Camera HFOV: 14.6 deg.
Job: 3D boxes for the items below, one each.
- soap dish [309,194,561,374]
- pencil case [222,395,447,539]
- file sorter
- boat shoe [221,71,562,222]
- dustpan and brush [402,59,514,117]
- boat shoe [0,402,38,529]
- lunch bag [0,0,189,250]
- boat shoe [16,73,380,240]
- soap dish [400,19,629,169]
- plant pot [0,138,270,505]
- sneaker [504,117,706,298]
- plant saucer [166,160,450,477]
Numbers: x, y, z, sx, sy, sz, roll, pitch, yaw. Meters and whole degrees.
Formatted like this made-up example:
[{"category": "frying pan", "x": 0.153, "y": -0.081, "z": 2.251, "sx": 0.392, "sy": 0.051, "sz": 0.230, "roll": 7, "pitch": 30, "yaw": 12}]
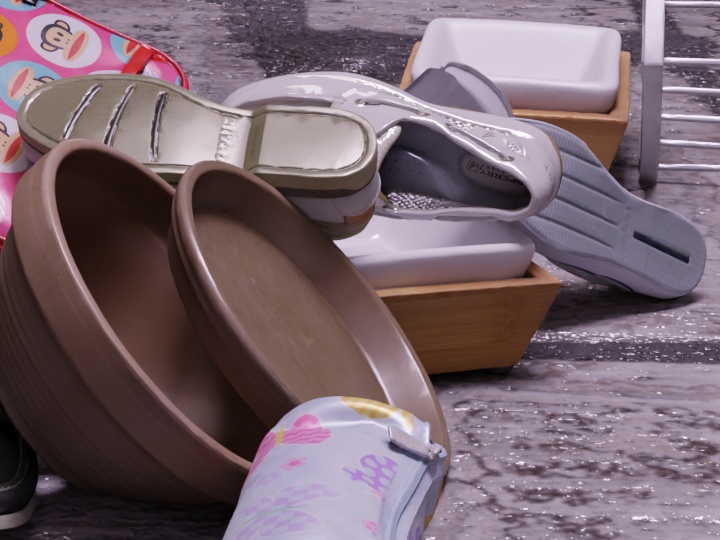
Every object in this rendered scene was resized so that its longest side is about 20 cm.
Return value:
[{"category": "soap dish", "x": 0.000, "y": 0.000, "z": 1.597, "sx": 0.156, "sy": 0.082, "sz": 0.200, "roll": -5, "pitch": 19, "yaw": -23}, {"category": "pencil case", "x": -0.013, "y": 0.123, "z": 1.203, "sx": 0.090, "sy": 0.084, "sz": 0.200, "roll": -12, "pitch": 16, "yaw": 12}, {"category": "file sorter", "x": 0.250, "y": -0.159, "z": 1.883, "sx": 0.124, "sy": 0.140, "sz": 0.200, "roll": 2, "pitch": -19, "yaw": 5}, {"category": "boat shoe", "x": 0.010, "y": -0.065, "z": 1.551, "sx": 0.199, "sy": 0.071, "sz": 0.069, "roll": 8, "pitch": 17, "yaw": 11}, {"category": "dustpan and brush", "x": 0.065, "y": -0.056, "z": 1.751, "sx": 0.200, "sy": 0.139, "sz": 0.057, "roll": 33, "pitch": 30, "yaw": -33}, {"category": "boat shoe", "x": -0.194, "y": 0.072, "z": 1.372, "sx": 0.071, "sy": 0.068, "sz": 0.200, "roll": 0, "pitch": 20, "yaw": -8}, {"category": "lunch bag", "x": -0.182, "y": -0.059, "z": 1.572, "sx": 0.175, "sy": 0.082, "sz": 0.201, "roll": 26, "pitch": 46, "yaw": -1}, {"category": "boat shoe", "x": -0.088, "y": -0.053, "z": 1.506, "sx": 0.199, "sy": 0.069, "sz": 0.075, "roll": 11, "pitch": 51, "yaw": 12}, {"category": "soap dish", "x": 0.108, "y": -0.116, "z": 1.954, "sx": 0.156, "sy": 0.082, "sz": 0.200, "roll": 4, "pitch": 18, "yaw": 5}, {"category": "plant pot", "x": -0.115, "y": 0.043, "z": 1.357, "sx": 0.093, "sy": 0.201, "sz": 0.201, "roll": -37, "pitch": 8, "yaw": 17}, {"category": "sneaker", "x": 0.120, "y": -0.031, "z": 1.665, "sx": 0.071, "sy": 0.073, "sz": 0.200, "roll": -1, "pitch": -25, "yaw": 46}, {"category": "plant saucer", "x": -0.029, "y": 0.032, "z": 1.394, "sx": 0.029, "sy": 0.200, "sz": 0.200, "roll": -38, "pitch": 7, "yaw": 19}]
